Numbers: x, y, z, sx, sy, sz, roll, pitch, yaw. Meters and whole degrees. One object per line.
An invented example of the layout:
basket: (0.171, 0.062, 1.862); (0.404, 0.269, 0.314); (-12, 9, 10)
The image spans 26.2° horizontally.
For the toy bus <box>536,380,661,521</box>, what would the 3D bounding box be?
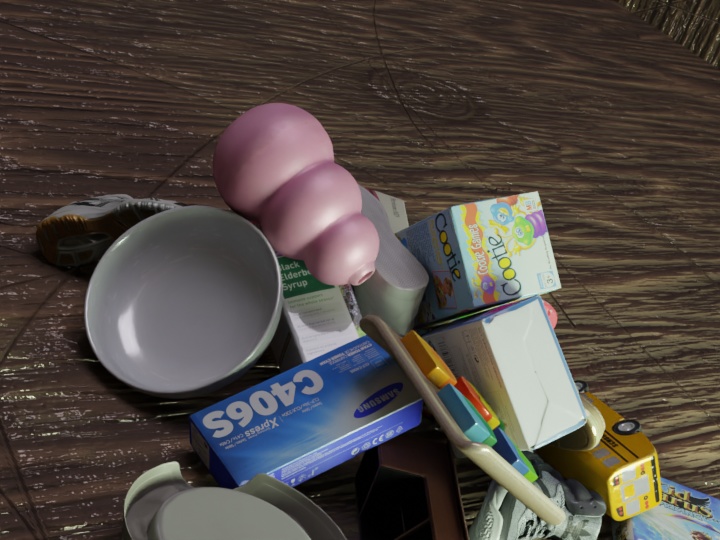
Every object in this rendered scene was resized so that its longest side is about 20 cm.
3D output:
toy bus: (0.243, 0.184, 1.628); (0.078, 0.065, 0.200); (-20, 26, -16)

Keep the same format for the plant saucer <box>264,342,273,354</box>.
plant saucer: (-0.160, 0.035, 1.658); (0.200, 0.038, 0.200); (19, 24, -9)

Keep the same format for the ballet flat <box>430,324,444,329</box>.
ballet flat: (0.025, 0.000, 1.704); (0.200, 0.069, 0.063); (29, 40, -12)

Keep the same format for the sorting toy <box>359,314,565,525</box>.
sorting toy: (0.097, 0.131, 1.406); (0.185, 0.036, 0.200); (43, 5, -47)

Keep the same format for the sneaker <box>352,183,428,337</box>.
sneaker: (0.000, 0.000, 1.627); (0.074, 0.116, 0.200); (-9, 43, -23)

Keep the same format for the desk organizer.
desk organizer: (0.045, 0.229, 1.407); (0.077, 0.072, 0.200); (16, 25, -11)

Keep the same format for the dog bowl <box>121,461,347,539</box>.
dog bowl: (-0.106, 0.239, 1.267); (0.200, 0.059, 0.200); (19, 25, -10)

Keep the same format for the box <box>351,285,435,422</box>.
box: (0.026, 0.069, 1.705); (0.200, 0.040, 0.137); (37, 25, 2)

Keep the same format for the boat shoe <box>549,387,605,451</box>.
boat shoe: (0.195, 0.129, 1.610); (0.065, 0.072, 0.200); (-24, 22, -23)

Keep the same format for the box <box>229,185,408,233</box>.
box: (-0.053, -0.044, 1.824); (0.200, 0.109, 0.128); (17, 24, -12)

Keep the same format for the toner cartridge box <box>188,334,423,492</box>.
toner cartridge box: (-0.050, 0.138, 1.431); (0.200, 0.043, 0.095); (-24, 53, -24)

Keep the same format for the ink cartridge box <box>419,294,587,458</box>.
ink cartridge box: (0.129, 0.111, 1.558); (0.076, 0.200, 0.137); (-20, 89, -25)

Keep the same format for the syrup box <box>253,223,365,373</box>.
syrup box: (-0.051, 0.046, 1.574); (0.079, 0.081, 0.200); (-11, 62, -20)

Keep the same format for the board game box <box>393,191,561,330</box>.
board game box: (0.106, -0.006, 1.604); (0.103, 0.105, 0.200); (-11, -5, -23)

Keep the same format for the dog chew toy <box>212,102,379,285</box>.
dog chew toy: (-0.056, -0.069, 1.532); (0.200, 0.125, 0.124); (51, 31, 13)

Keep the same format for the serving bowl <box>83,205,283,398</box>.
serving bowl: (-0.167, 0.038, 1.516); (0.200, 0.200, 0.066); (36, -13, 25)

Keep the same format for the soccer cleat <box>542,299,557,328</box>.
soccer cleat: (0.152, 0.048, 1.879); (0.200, 0.067, 0.076); (3, 27, -33)

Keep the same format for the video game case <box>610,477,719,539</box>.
video game case: (0.356, 0.292, 1.584); (0.200, 0.046, 0.181); (21, 24, -5)

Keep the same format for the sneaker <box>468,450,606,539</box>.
sneaker: (0.173, 0.239, 1.489); (0.114, 0.076, 0.200); (25, 22, 9)

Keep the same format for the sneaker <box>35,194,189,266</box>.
sneaker: (-0.241, -0.054, 1.634); (0.199, 0.076, 0.088); (1, 26, 16)
